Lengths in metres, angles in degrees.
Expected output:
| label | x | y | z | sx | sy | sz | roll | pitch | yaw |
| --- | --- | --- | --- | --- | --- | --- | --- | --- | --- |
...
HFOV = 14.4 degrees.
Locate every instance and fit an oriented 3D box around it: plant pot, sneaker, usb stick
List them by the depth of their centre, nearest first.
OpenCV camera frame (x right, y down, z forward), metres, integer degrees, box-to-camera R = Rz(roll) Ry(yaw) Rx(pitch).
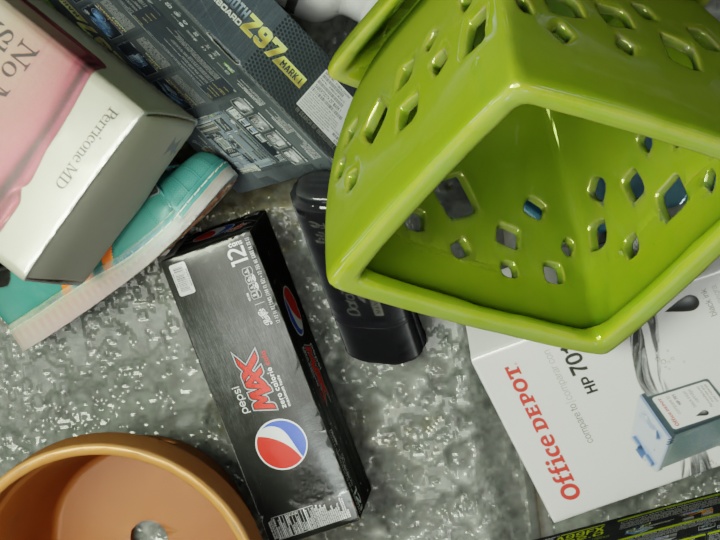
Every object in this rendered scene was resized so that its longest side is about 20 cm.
| label | x | y | z | sx | sy | sz | roll | pitch | yaw |
| --- | --- | --- | --- | --- | --- | --- | --- | --- | --- |
| plant pot | 0.101 | -0.092 | 1.604 | 0.200 | 0.182 | 0.199 | 16 | 138 | -28 |
| usb stick | 0.000 | 0.000 | 1.742 | 0.055 | 0.200 | 0.033 | 3 | 61 | 14 |
| sneaker | -0.167 | -0.028 | 1.789 | 0.200 | 0.071 | 0.080 | -34 | 95 | 29 |
| plant pot | -0.147 | 0.189 | 1.814 | 0.200 | 0.140 | 0.200 | 2 | 102 | 8 |

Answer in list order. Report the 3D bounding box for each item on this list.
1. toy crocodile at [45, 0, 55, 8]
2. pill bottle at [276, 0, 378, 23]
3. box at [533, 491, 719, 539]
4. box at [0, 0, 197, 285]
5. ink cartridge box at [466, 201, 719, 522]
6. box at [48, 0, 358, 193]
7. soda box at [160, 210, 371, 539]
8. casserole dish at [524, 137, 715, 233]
| label | x | y | z | sx | sy | sz | roll | pitch | yaw |
| --- | --- | --- | --- | --- | --- | --- | --- | --- | --- |
| toy crocodile | -0.264 | -0.099 | 1.813 | 0.068 | 0.062 | 0.200 | 44 | 100 | -3 |
| pill bottle | -0.043 | -0.221 | 1.722 | 0.200 | 0.116 | 0.116 | 29 | 105 | 0 |
| box | 0.189 | 0.186 | 1.756 | 0.200 | 0.160 | 0.044 | -16 | 98 | 10 |
| box | -0.221 | -0.100 | 1.709 | 0.200 | 0.109 | 0.128 | 38 | 98 | 12 |
| ink cartridge box | 0.181 | 0.050 | 1.744 | 0.200 | 0.086 | 0.147 | -21 | 123 | 11 |
| box | -0.097 | -0.137 | 1.712 | 0.200 | 0.158 | 0.051 | 46 | 69 | -14 |
| soda box | -0.058 | 0.068 | 1.810 | 0.063 | 0.071 | 0.200 | -18 | 99 | 10 |
| casserole dish | 0.142 | -0.085 | 1.766 | 0.200 | 0.039 | 0.121 | 36 | 105 | 0 |
